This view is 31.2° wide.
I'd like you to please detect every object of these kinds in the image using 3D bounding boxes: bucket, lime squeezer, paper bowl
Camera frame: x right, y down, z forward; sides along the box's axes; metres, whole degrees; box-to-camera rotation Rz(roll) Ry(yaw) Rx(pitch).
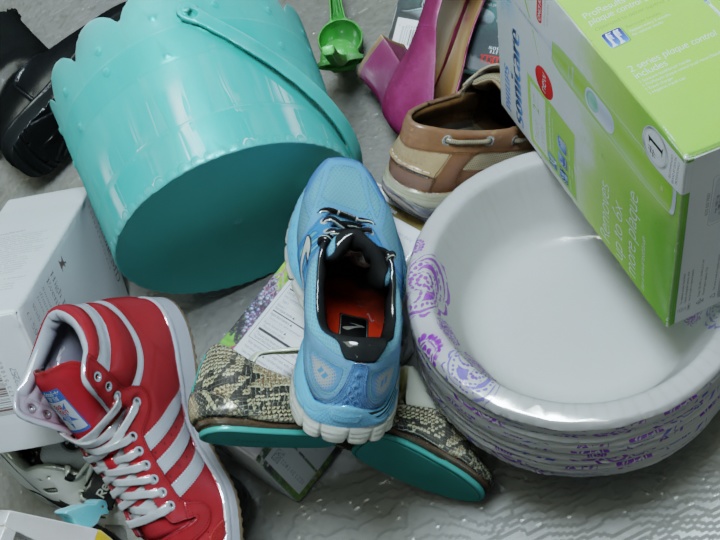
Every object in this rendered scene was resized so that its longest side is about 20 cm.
[{"bbox_3d":[-0.105,-0.087,0.902,0.207,0.207,0.135,-26,65,4],"label":"bucket"},{"bbox_3d":[-0.015,-0.183,0.991,0.038,0.071,0.200,4,35,-3],"label":"lime squeezer"},{"bbox_3d":[0.130,0.031,0.783,0.200,0.105,0.201,-3,53,5],"label":"paper bowl"}]

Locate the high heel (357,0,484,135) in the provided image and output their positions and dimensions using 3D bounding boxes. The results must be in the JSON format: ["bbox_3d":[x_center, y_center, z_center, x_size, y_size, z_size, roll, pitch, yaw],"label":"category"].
[{"bbox_3d":[0.077,-0.184,0.928,0.200,0.067,0.096,-50,56,20],"label":"high heel"}]

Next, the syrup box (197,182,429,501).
[{"bbox_3d":[-0.022,0.043,0.862,0.081,0.079,0.200,28,74,32],"label":"syrup box"}]

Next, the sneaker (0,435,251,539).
[{"bbox_3d":[-0.170,0.136,0.859,0.199,0.089,0.074,11,64,24],"label":"sneaker"}]

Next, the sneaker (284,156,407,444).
[{"bbox_3d":[0.000,0.000,0.757,0.078,0.090,0.201,4,46,-10],"label":"sneaker"}]

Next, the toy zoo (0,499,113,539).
[{"bbox_3d":[-0.192,0.234,0.783,0.020,0.131,0.201,-8,55,44],"label":"toy zoo"}]

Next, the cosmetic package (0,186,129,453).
[{"bbox_3d":[-0.221,0.028,0.879,0.074,0.102,0.200,-9,27,9],"label":"cosmetic package"}]

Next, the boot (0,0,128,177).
[{"bbox_3d":[-0.269,-0.179,1.098,0.198,0.073,0.162,-47,53,-9],"label":"boot"}]

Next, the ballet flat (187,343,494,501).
[{"bbox_3d":[-0.005,0.083,0.782,0.199,0.068,0.076,16,65,-18],"label":"ballet flat"}]

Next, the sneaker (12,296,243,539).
[{"bbox_3d":[-0.140,0.111,0.771,0.071,0.112,0.201,-26,73,31],"label":"sneaker"}]

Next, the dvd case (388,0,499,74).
[{"bbox_3d":[0.107,-0.246,0.974,0.145,0.022,0.201,15,90,28],"label":"dvd case"}]

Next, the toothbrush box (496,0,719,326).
[{"bbox_3d":[0.157,-0.095,0.717,0.086,0.146,0.200,-22,55,-8],"label":"toothbrush box"}]

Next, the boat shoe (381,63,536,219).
[{"bbox_3d":[0.099,-0.099,0.864,0.076,0.072,0.200,33,44,33],"label":"boat shoe"}]
